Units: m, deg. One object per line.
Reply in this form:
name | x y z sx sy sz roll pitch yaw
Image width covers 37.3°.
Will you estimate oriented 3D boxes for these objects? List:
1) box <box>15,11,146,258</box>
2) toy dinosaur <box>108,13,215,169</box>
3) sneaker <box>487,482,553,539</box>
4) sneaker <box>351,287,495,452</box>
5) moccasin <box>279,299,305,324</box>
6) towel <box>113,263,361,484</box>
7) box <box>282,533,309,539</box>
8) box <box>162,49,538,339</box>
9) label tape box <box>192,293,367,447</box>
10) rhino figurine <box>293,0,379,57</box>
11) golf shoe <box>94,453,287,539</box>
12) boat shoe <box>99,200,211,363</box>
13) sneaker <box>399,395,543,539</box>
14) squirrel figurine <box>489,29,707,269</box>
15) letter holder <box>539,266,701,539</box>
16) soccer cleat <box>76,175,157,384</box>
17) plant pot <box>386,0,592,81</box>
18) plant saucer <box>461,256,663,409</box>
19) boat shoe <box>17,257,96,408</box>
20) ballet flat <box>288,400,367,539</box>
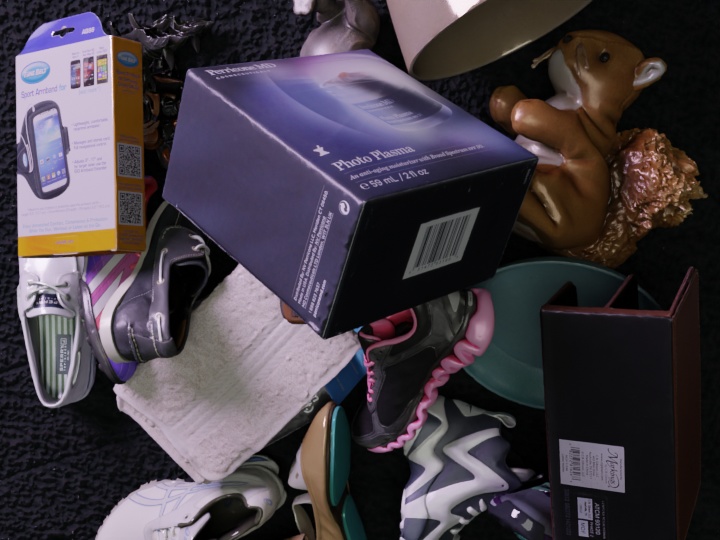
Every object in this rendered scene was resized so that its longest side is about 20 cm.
box | -0.238 -0.112 0.904 0.119 0.041 0.200 -2 86 32
toy dinosaur | -0.180 -0.152 0.952 0.200 0.102 0.136 2 114 -15
sneaker | 0.176 0.201 0.954 0.074 0.200 0.088 34 91 26
sneaker | 0.031 0.078 0.931 0.095 0.079 0.200 20 124 -21
moccasin | 0.000 -0.002 0.911 0.078 0.201 0.074 5 99 17
towel | -0.111 0.087 0.946 0.133 0.034 0.200 45 97 -4
box | -0.108 0.350 1.030 0.200 0.021 0.164 -21 104 15
box | -0.010 -0.072 0.824 0.198 0.200 0.123 38 127 31
label tape box | -0.084 0.074 0.993 0.200 0.063 0.144 -30 97 6
rhino figurine | -0.039 -0.160 0.949 0.060 0.087 0.200 25 100 25
golf shoe | -0.168 0.237 1.004 0.200 0.097 0.078 -26 99 7
boat shoe | -0.156 0.000 0.929 0.068 0.200 0.072 -7 132 23
sneaker | 0.105 0.218 1.001 0.129 0.079 0.199 2 89 10
squirrel figurine | 0.202 -0.106 0.942 0.200 0.142 0.187 33 88 -18
letter holder | 0.218 0.105 0.866 0.100 0.142 0.200 2 108 26
soccer cleat | -0.209 0.002 0.950 0.073 0.068 0.200 -12 64 1
plant pot | 0.084 -0.293 0.890 0.187 0.187 0.200 -25 83 5
plant saucer | 0.178 0.051 0.957 0.200 0.036 0.200 9 137 8
boat shoe | -0.279 0.029 0.989 0.073 0.067 0.200 -7 98 2
ballet flat | -0.037 0.207 0.989 0.063 0.069 0.200 1 120 16
